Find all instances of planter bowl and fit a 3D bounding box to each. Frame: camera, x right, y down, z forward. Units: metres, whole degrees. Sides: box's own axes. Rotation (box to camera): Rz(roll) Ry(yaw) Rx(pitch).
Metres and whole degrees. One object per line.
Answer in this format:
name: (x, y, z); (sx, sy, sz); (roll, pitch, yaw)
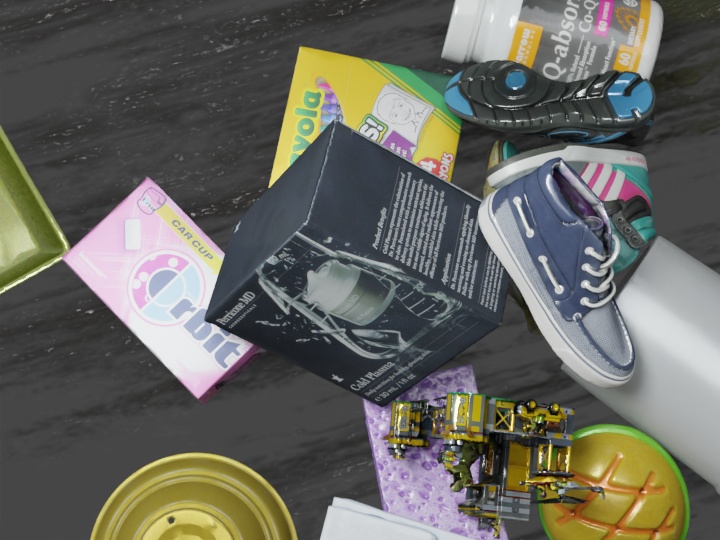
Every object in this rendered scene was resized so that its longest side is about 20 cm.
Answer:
planter bowl: (-0.156, 0.265, 1.256); (0.200, 0.083, 0.201); (0, 79, -1)

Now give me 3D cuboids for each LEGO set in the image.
LEGO set: (0.105, 0.176, 1.209); (0.154, 0.200, 0.116); (11, 78, -26)

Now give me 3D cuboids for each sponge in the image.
sponge: (0.072, 0.197, 1.305); (0.111, 0.030, 0.200); (-10, 79, -4)

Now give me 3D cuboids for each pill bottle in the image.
pill bottle: (0.187, -0.231, 1.352); (0.200, 0.116, 0.116); (14, 78, 0)

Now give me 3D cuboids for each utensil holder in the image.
utensil holder: (0.312, 0.087, 1.267); (0.200, 0.170, 0.170); (37, 80, 7)

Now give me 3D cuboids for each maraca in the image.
maraca: (0.241, 0.234, 1.269); (0.137, 0.107, 0.200); (-19, 104, 15)

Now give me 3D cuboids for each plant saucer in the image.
plant saucer: (-0.410, -0.046, 1.327); (0.200, 0.048, 0.200); (-30, 81, -8)

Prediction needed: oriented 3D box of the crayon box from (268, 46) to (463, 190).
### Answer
crayon box: (0.004, -0.104, 1.348); (0.172, 0.058, 0.200); (11, 78, 0)

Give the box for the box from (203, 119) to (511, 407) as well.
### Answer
box: (0.000, 0.000, 1.217); (0.197, 0.200, 0.124); (28, 51, -17)

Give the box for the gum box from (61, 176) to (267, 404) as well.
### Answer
gum box: (-0.172, 0.024, 1.311); (0.113, 0.066, 0.200); (-44, 84, -8)

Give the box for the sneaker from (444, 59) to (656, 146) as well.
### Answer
sneaker: (0.179, -0.148, 1.308); (0.200, 0.082, 0.073); (9, 69, 15)

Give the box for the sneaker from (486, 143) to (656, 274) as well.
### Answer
sneaker: (0.210, -0.050, 1.304); (0.200, 0.084, 0.121); (-2, 72, -37)

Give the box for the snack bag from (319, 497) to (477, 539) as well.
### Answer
snack bag: (0.043, 0.324, 1.259); (0.200, 0.021, 0.189); (16, 92, -2)

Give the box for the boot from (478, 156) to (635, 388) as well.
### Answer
boot: (0.186, 0.005, 1.150); (0.200, 0.090, 0.073); (53, 47, -4)

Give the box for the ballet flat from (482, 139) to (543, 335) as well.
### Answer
ballet flat: (0.153, -0.029, 1.342); (0.071, 0.071, 0.200); (-20, 78, -6)
